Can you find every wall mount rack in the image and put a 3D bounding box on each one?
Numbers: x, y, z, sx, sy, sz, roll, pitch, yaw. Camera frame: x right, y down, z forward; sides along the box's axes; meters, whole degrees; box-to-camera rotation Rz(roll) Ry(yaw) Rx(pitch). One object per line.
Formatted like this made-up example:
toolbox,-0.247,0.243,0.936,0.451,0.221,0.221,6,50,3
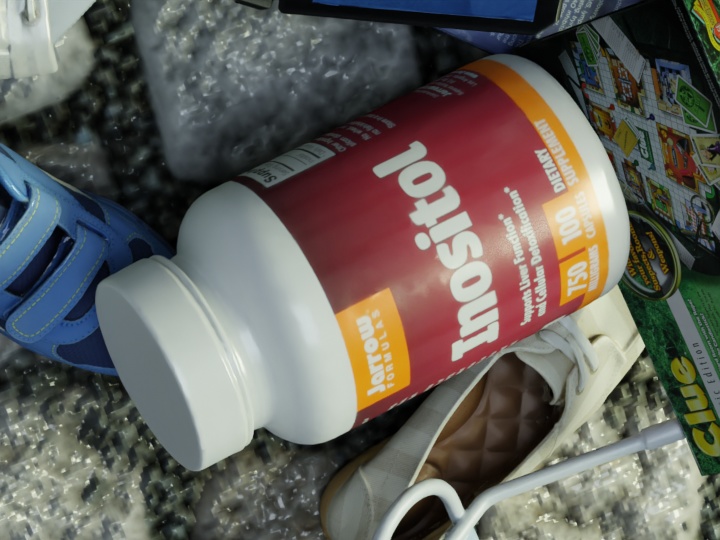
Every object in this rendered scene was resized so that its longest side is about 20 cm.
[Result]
wall mount rack,0.080,0.152,1.135,0.174,0.074,0.200,-50,142,-24

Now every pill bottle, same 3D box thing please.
pill bottle,0.000,0.000,1.054,0.200,0.113,0.113,-27,111,-19

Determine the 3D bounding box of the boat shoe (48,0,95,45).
boat shoe,-0.095,-0.169,1.023,0.067,0.074,0.200,40,95,-21

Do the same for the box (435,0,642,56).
box,0.059,-0.155,1.084,0.200,0.032,0.121,23,100,-19

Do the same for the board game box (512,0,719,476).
board game box,0.140,-0.014,1.057,0.023,0.105,0.200,-31,100,-39

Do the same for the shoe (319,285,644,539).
shoe,0.066,0.062,1.141,0.200,0.053,0.070,-45,111,3

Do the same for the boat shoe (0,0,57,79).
boat shoe,-0.129,-0.170,0.979,0.070,0.071,0.200,4,84,-3

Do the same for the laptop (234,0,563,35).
laptop,-0.022,-0.190,0.936,0.200,0.103,0.178,15,83,-24

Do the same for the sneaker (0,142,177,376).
sneaker,-0.147,-0.013,1.055,0.200,0.082,0.074,34,95,-22
